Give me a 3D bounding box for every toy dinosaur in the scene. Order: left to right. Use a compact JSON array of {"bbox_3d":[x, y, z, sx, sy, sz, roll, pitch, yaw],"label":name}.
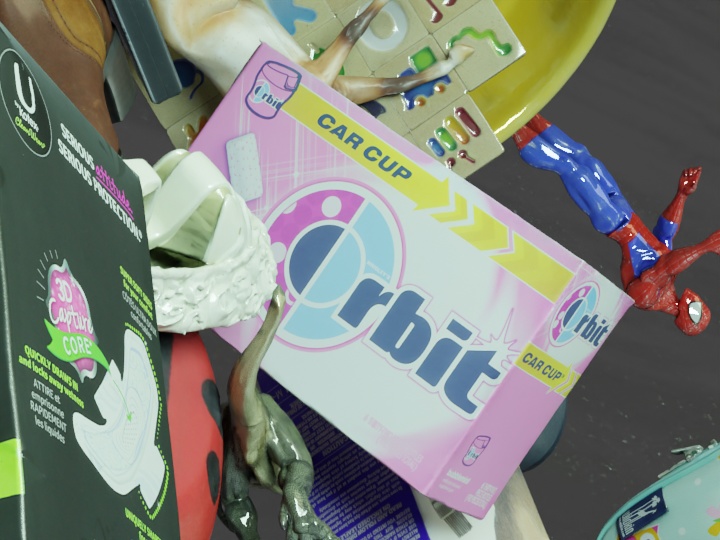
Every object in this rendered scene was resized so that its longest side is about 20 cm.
[{"bbox_3d":[-0.038,0.081,1.006,0.200,0.047,0.089,104,-24,-70],"label":"toy dinosaur"}]

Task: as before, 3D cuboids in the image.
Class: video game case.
[{"bbox_3d":[-0.138,-0.189,1.157,0.143,0.019,0.200,71,-8,-51],"label":"video game case"}]

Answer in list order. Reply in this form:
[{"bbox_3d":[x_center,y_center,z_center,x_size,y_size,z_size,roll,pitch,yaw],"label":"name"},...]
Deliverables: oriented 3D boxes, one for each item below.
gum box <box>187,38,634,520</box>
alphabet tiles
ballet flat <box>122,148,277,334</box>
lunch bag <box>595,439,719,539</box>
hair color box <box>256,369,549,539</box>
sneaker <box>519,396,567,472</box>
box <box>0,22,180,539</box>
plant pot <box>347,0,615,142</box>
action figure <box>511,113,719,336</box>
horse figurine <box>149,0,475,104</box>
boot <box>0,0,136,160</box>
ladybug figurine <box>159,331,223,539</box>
[{"bbox_3d":[0.000,0.000,1.070,0.200,0.114,0.066,36,2,29],"label":"gum box"},{"bbox_3d":[-0.025,-0.112,1.204,0.201,0.166,0.006,57,6,8],"label":"alphabet tiles"},{"bbox_3d":[-0.082,-0.012,0.922,0.200,0.072,0.072,-11,67,-58],"label":"ballet flat"},{"bbox_3d":[0.218,0.172,1.262,0.077,0.160,0.201,4,55,-59],"label":"lunch bag"},{"bbox_3d":[0.034,0.123,1.120,0.109,0.065,0.201,22,41,-51],"label":"hair color box"},{"bbox_3d":[0.083,0.050,1.270,0.082,0.070,0.200,45,18,-26],"label":"sneaker"},{"bbox_3d":[-0.142,0.050,0.732,0.124,0.148,0.201,53,25,-59],"label":"box"},{"bbox_3d":[0.007,-0.177,1.331,0.189,0.201,0.200,47,20,28],"label":"plant pot"},{"bbox_3d":[0.170,-0.054,1.554,0.200,0.099,0.065,55,26,-2],"label":"action figure"},{"bbox_3d":[-0.043,-0.118,1.167,0.200,0.132,0.050,51,6,-10],"label":"horse figurine"},{"bbox_3d":[-0.153,-0.132,1.031,0.189,0.068,0.201,-71,143,-62],"label":"boot"},{"bbox_3d":[-0.103,0.060,0.949,0.136,0.072,0.200,40,28,-26],"label":"ladybug figurine"}]
